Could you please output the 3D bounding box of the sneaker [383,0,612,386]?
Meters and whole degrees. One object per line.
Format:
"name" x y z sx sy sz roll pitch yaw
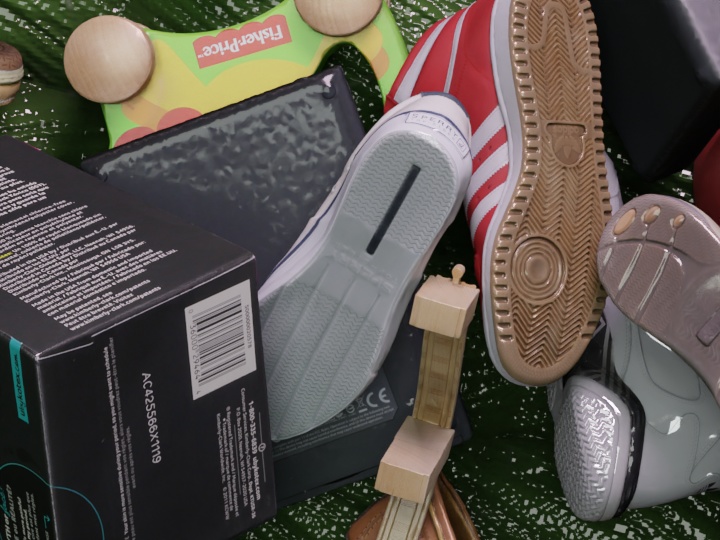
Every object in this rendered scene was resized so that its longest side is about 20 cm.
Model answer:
"sneaker" 0.065 -0.040 1.168 0.071 0.112 0.201 8 80 -32

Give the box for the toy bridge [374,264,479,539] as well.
"toy bridge" 0.027 0.090 1.144 0.027 0.067 0.201 16 110 9

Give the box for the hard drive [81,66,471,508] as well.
"hard drive" -0.042 0.014 1.198 0.139 0.033 0.201 -20 99 4

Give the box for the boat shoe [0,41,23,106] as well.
"boat shoe" -0.275 -0.088 1.265 0.199 0.072 0.077 2 100 14

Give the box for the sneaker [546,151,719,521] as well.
"sneaker" 0.154 0.029 1.199 0.114 0.075 0.201 0 69 -10

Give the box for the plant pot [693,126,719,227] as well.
"plant pot" 0.262 -0.048 1.139 0.199 0.177 0.201 0 86 7

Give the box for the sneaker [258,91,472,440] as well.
"sneaker" 0.000 0.000 1.138 0.073 0.071 0.200 37 120 0

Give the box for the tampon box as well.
"tampon box" -0.154 0.046 1.134 0.200 0.126 0.150 26 130 43

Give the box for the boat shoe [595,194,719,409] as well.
"boat shoe" 0.195 0.042 1.100 0.076 0.072 0.200 -44 68 15

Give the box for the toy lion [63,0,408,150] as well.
"toy lion" -0.061 -0.053 1.238 0.199 0.069 0.192 -17 91 4

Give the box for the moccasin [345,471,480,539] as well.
"moccasin" 0.077 0.191 1.196 0.078 0.074 0.202 -38 73 12

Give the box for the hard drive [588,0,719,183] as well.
"hard drive" 0.126 -0.156 1.171 0.033 0.140 0.201 -21 77 -14
